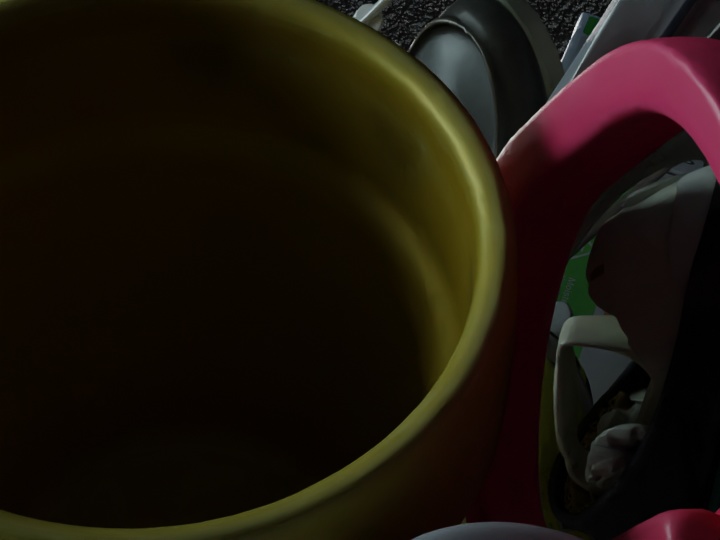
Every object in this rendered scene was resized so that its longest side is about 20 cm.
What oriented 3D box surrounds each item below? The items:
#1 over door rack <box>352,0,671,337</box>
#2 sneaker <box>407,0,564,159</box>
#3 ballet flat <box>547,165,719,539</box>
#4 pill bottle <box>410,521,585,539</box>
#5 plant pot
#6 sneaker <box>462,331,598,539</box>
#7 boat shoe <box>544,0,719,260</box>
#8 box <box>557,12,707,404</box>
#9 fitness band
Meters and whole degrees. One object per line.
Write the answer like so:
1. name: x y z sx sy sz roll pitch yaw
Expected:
1. over door rack: 0.069 -0.088 0.894 0.066 0.148 0.200 3 -42 -45
2. sneaker: 0.000 0.000 0.873 0.075 0.106 0.201 46 132 40
3. ballet flat: 0.095 0.020 0.777 0.201 0.073 0.073 104 -176 -50
4. pill bottle: 0.014 0.154 0.676 0.200 0.112 0.113 119 171 -57
5. plant pot: -0.057 0.050 0.750 0.190 0.199 0.202 90 -165 -50
6. sneaker: 0.057 0.086 0.879 0.200 0.075 0.077 52 -159 -43
7. boat shoe: 0.104 -0.064 0.783 0.201 0.065 0.072 -57 0 21
8. box: 0.097 0.021 1.057 0.177 0.096 0.201 -61 -11 -67
9. fitness band: 0.073 0.019 0.689 0.200 0.037 0.145 141 129 -66
